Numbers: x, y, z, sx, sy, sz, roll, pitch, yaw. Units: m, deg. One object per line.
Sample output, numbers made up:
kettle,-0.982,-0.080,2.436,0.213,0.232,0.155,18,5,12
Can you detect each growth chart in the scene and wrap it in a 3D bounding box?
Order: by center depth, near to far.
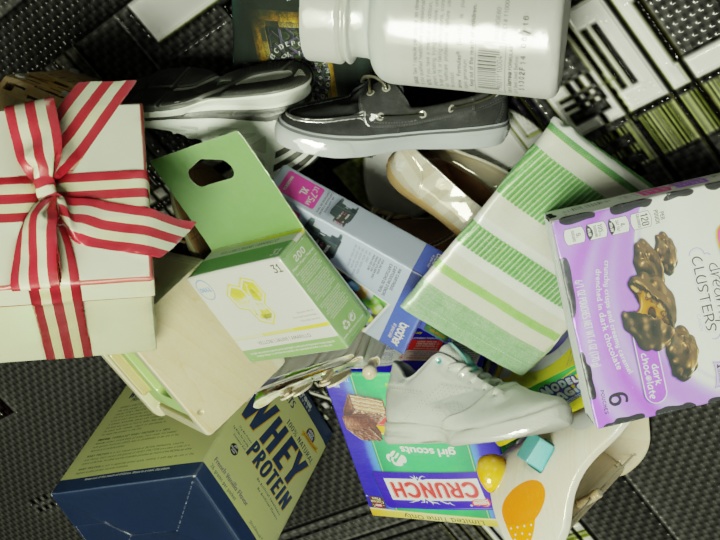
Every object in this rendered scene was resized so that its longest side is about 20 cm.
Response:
growth chart,-0.050,0.083,1.394,0.199,0.145,0.018,-16,116,32

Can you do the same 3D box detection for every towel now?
towel,0.148,-0.015,1.205,0.152,0.023,0.200,30,107,-31

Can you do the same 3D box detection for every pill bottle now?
pill bottle,0.058,-0.197,1.109,0.198,0.115,0.115,7,130,9

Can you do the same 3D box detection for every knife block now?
knife block,-0.283,-0.093,1.343,0.063,0.200,0.177,20,103,9

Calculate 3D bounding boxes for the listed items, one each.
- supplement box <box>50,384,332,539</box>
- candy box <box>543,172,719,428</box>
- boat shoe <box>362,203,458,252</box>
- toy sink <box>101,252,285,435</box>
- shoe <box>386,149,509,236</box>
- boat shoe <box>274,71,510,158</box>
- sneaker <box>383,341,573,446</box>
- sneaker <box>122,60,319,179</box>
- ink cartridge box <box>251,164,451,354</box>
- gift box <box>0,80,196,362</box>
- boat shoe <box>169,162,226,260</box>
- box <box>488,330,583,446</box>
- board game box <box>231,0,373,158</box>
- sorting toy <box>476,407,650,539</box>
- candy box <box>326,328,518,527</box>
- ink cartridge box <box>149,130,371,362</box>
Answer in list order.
supplement box,-0.170,0.200,1.505,0.199,0.200,0.135,-12,121,32
candy box,0.260,0.016,1.142,0.198,0.072,0.169,-13,96,3
boat shoe,0.011,-0.019,1.326,0.199,0.076,0.074,-17,115,34
toy sink,-0.184,0.066,1.401,0.131,0.112,0.200,53,163,-21
shoe,0.113,-0.053,1.250,0.199,0.070,0.053,32,142,1
boat shoe,0.028,-0.135,1.190,0.198,0.070,0.067,-1,118,-7
sneaker,0.094,0.106,1.257,0.199,0.075,0.089,-7,84,43
sneaker,-0.124,-0.114,1.270,0.199,0.076,0.116,-1,124,23
ink cartridge box,0.000,0.000,1.262,0.199,0.042,0.120,27,144,2
gift box,-0.241,-0.041,1.213,0.198,0.186,0.187,-9,157,-9
boat shoe,-0.125,-0.008,1.387,0.201,0.073,0.063,60,153,-7
box,0.193,0.071,1.282,0.048,0.118,0.199,46,131,-16
board game box,-0.044,-0.197,1.236,0.134,0.028,0.201,15,131,14
sorting toy,0.214,0.145,1.309,0.107,0.200,0.180,48,128,9
candy box,0.070,0.156,1.439,0.168,0.077,0.201,-1,128,25
ink cartridge box,-0.098,-0.015,1.245,0.145,0.048,0.201,-11,123,50
